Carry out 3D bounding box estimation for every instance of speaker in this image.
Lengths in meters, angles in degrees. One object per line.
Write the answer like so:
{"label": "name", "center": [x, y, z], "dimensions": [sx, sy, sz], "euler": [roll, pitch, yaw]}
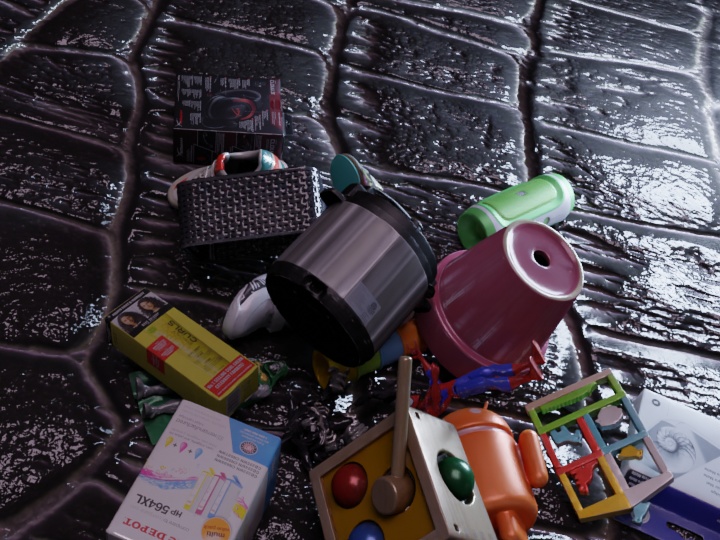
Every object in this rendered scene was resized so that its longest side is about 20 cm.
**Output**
{"label": "speaker", "center": [0.253, -0.091, 1.394], "dimensions": [0.199, 0.089, 0.089], "euler": [-25, 58, -29]}

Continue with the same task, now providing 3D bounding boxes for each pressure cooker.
{"label": "pressure cooker", "center": [0.002, 0.000, 1.097], "dimensions": [0.178, 0.177, 0.200], "euler": [30, 65, 28]}

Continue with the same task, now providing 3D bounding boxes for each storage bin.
{"label": "storage bin", "center": [-0.148, -0.076, 1.217], "dimensions": [0.197, 0.135, 0.095], "euler": [-7, 80, 1]}

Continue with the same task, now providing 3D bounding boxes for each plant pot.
{"label": "plant pot", "center": [0.199, 0.033, 1.177], "dimensions": [0.198, 0.179, 0.202], "euler": [16, 51, -20]}

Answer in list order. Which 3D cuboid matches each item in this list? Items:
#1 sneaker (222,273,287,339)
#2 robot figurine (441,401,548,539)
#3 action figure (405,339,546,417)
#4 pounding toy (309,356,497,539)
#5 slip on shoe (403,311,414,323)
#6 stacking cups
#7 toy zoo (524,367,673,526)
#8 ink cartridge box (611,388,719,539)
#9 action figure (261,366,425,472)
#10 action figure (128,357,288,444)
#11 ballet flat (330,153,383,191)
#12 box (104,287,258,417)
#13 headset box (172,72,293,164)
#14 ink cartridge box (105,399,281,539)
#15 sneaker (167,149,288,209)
{"label": "sneaker", "center": [-0.090, 0.053, 1.197], "dimensions": [0.115, 0.076, 0.199], "euler": [36, 48, 22]}
{"label": "robot figurine", "center": [0.142, 0.253, 1.045], "dimensions": [0.115, 0.144, 0.201], "euler": [13, 41, -25]}
{"label": "action figure", "center": [0.127, 0.126, 1.112], "dimensions": [0.100, 0.199, 0.065], "euler": [56, 27, -11]}
{"label": "pounding toy", "center": [0.044, 0.237, 0.953], "dimensions": [0.142, 0.199, 0.185], "euler": [28, 32, -44]}
{"label": "slip on shoe", "center": [0.027, 0.008, 1.255], "dimensions": [0.060, 0.077, 0.200], "euler": [0, 26, -37]}
{"label": "stacking cups", "center": [0.034, 0.111, 1.191], "dimensions": [0.198, 0.061, 0.061], "euler": [-15, 53, -27]}
{"label": "toy zoo", "center": [0.314, 0.237, 1.124], "dimensions": [0.130, 0.021, 0.201], "euler": [-24, 53, 3]}
{"label": "ink cartridge box", "center": [0.445, 0.276, 1.142], "dimensions": [0.198, 0.041, 0.201], "euler": [22, 48, 8]}
{"label": "action figure", "center": [-0.021, 0.182, 1.085], "dimensions": [0.198, 0.102, 0.120], "euler": [-10, 61, -22]}
{"label": "action figure", "center": [-0.186, 0.147, 1.113], "dimensions": [0.198, 0.055, 0.119], "euler": [-10, 49, -26]}
{"label": "ballet flat", "center": [0.013, -0.113, 1.371], "dimensions": [0.070, 0.070, 0.201], "euler": [9, 33, -32]}
{"label": "box", "center": [-0.223, 0.103, 1.073], "dimensions": [0.199, 0.050, 0.075], "euler": [32, 49, 22]}
{"label": "headset box", "center": [-0.210, -0.251, 1.439], "dimensions": [0.197, 0.075, 0.150], "euler": [1, 49, -11]}
{"label": "ink cartridge box", "center": [-0.185, 0.274, 0.949], "dimensions": [0.127, 0.126, 0.201], "euler": [20, 47, 6]}
{"label": "sneaker", "center": [-0.210, -0.143, 1.286], "dimensions": [0.197, 0.093, 0.071], "euler": [-9, 69, 16]}
